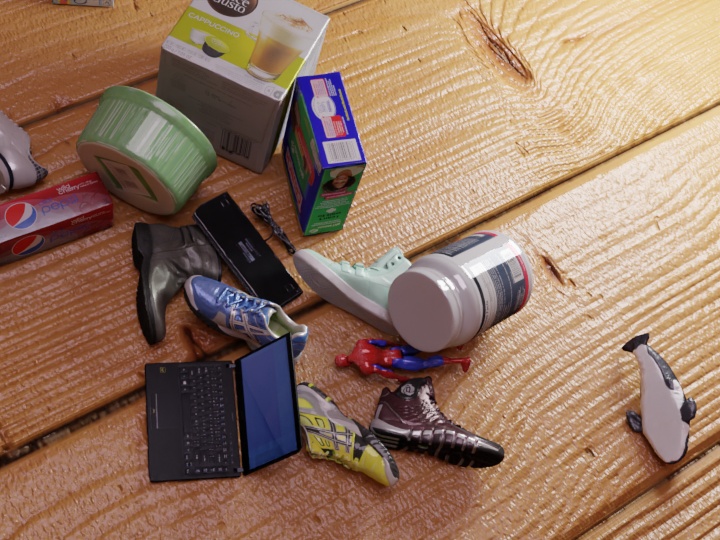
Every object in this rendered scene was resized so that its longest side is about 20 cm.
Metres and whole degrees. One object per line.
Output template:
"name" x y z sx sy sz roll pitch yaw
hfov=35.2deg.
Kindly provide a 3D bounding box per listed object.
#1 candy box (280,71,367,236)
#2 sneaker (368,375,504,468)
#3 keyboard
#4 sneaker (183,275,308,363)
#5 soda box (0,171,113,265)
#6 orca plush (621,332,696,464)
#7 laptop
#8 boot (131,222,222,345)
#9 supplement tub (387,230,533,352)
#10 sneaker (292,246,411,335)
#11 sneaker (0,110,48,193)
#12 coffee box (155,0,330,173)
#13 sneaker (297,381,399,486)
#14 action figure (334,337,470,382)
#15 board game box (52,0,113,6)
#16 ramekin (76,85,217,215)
"candy box" -0.061 -0.176 1.742 0.077 0.200 0.169 -8 64 -15
"sneaker" 0.117 0.210 1.646 0.200 0.076 0.116 14 57 -4
"keyboard" -0.159 -0.036 1.733 0.127 0.021 0.200 -33 83 -37
"sneaker" -0.161 0.060 1.640 0.200 0.077 0.076 31 45 -9
"soda box" -0.467 -0.074 1.669 0.200 0.070 0.063 -23 68 -23
"orca plush" 0.459 0.201 1.750 0.105 0.071 0.200 -37 63 19
"laptop" -0.193 0.188 1.569 0.200 0.103 0.177 -1 62 -13
"boot" -0.264 0.011 1.675 0.130 0.068 0.200 0 63 -19
"supplement tub" 0.150 0.030 1.685 0.200 0.140 0.140 -24 68 -43
"sneaker" 0.000 0.000 1.731 0.200 0.074 0.118 33 66 -5
"sneaker" -0.554 -0.206 1.729 0.080 0.076 0.200 -22 73 -35
"coffee box" -0.189 -0.315 1.789 0.199 0.200 0.198 26 59 1
"sneaker" -0.032 0.245 1.600 0.200 0.075 0.076 36 67 20
"action figure" 0.060 0.131 1.690 0.200 0.052 0.066 0 58 -13
"board game box" -0.466 -0.557 1.914 0.103 0.105 0.200 1 62 -13
"ramekin" -0.323 -0.171 1.687 0.200 0.200 0.098 29 68 4
